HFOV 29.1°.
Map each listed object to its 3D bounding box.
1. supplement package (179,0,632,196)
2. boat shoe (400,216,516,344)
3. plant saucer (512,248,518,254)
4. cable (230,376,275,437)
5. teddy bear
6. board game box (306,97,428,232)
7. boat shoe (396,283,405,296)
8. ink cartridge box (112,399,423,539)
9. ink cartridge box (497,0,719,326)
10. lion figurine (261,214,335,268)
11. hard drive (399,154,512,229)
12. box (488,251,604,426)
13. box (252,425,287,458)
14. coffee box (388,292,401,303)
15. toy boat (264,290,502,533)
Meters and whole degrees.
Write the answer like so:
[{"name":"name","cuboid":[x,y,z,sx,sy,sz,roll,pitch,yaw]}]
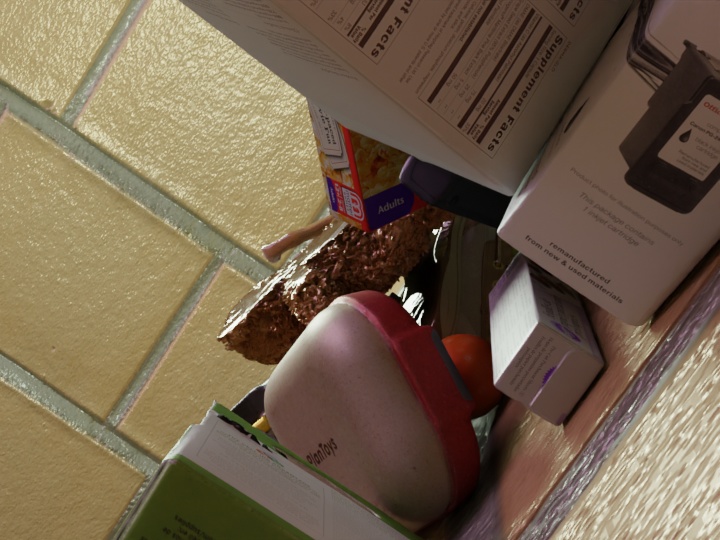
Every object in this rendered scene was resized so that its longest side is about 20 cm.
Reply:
[{"name":"supplement package","cuboid":[0.004,-0.161,0.630,0.151,0.200,0.152,-58,37,-2]},{"name":"boat shoe","cuboid":[0.071,-0.001,0.943,0.074,0.066,0.201,-45,23,45]},{"name":"plant saucer","cuboid":[0.136,-0.064,1.041,0.200,0.048,0.200,-55,3,29]},{"name":"cable","cuboid":[-0.049,0.098,1.081,0.200,0.050,0.097,-42,-12,22]},{"name":"teddy bear","cuboid":[0.000,0.000,0.893,0.200,0.067,0.145,-43,10,2]},{"name":"board game box","cuboid":[0.035,-0.144,0.784,0.151,0.201,0.046,-27,30,-25]},{"name":"boat shoe","cuboid":[0.015,0.089,1.202,0.200,0.074,0.062,-52,-4,-25]},{"name":"ink cartridge box","cuboid":[-0.033,0.137,0.628,0.076,0.147,0.200,-57,2,0]},{"name":"ink cartridge box","cuboid":[0.159,-0.096,0.616,0.200,0.083,0.145,-56,2,38]},{"name":"lion figurine","cuboid":[0.016,-0.025,1.030,0.122,0.073,0.200,-29,-1,21]},{"name":"hard drive","cuboid":[0.116,-0.084,0.789,0.140,0.033,0.200,-56,-29,12]},{"name":"box","cuboid":[0.096,0.030,0.746,0.042,0.039,0.200,-57,2,11]},{"name":"box","cuboid":[-0.081,0.209,0.929,0.143,0.036,0.200,-57,-26,-23]},{"name":"coffee box","cuboid":[-0.006,0.122,1.031,0.115,0.079,0.200,-58,3,-40]},{"name":"toy boat","cuboid":[0.028,0.080,0.811,0.130,0.131,0.200,-24,-12,-25]}]
